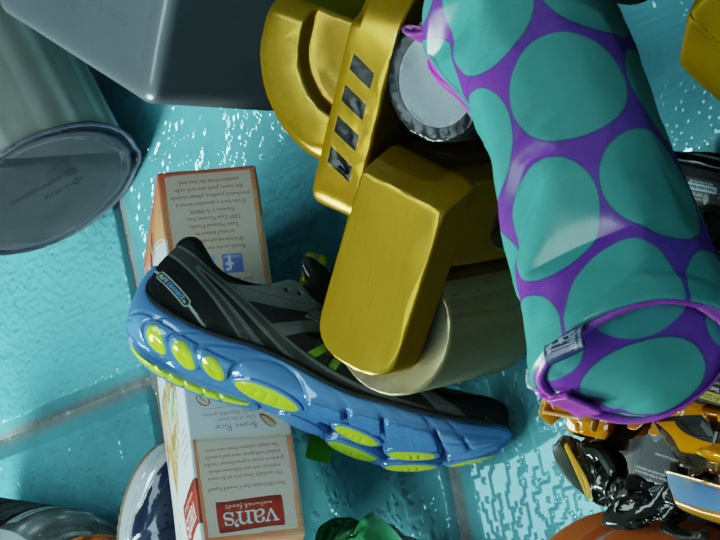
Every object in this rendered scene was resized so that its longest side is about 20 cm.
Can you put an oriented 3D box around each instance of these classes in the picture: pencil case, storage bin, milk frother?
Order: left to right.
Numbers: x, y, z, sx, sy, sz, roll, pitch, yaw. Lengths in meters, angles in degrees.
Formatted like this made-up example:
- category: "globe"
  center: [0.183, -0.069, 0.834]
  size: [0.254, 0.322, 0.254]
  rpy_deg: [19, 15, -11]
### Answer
- category: "milk frother"
  center: [-0.238, -0.086, 1.695]
  size: [0.189, 0.180, 0.200]
  rpy_deg: [62, 178, 27]
- category: "storage bin"
  center: [-0.090, -0.160, 1.484]
  size: [0.200, 0.134, 0.146]
  rpy_deg: [33, 117, 44]
- category: "pencil case"
  center: [0.085, -0.039, 1.157]
  size: [0.092, 0.085, 0.201]
  rpy_deg: [-29, 56, 21]

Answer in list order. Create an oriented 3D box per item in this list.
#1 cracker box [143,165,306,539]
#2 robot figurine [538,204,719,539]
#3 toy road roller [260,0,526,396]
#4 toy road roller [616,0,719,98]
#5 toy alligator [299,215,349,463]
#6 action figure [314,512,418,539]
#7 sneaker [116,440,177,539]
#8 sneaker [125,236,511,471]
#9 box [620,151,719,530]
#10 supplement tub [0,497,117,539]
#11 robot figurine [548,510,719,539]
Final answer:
- category: "cracker box"
  center: [-0.074, 0.063, 1.478]
  size: [0.134, 0.057, 0.201]
  rpy_deg: [109, 153, -68]
- category: "robot figurine"
  center: [0.153, 0.043, 1.164]
  size: [0.199, 0.058, 0.146]
  rpy_deg: [10, 80, 47]
- category: "toy road roller"
  center: [0.022, -0.055, 1.340]
  size: [0.145, 0.123, 0.201]
  rpy_deg: [25, 110, 32]
- category: "toy road roller"
  center: [0.189, -0.151, 1.162]
  size: [0.200, 0.146, 0.123]
  rpy_deg: [42, 130, -6]
- category: "toy alligator"
  center: [0.000, 0.000, 1.453]
  size: [0.054, 0.059, 0.201]
  rpy_deg: [-81, 3, -72]
- category: "action figure"
  center: [0.042, 0.184, 1.411]
  size: [0.200, 0.054, 0.119]
  rpy_deg: [41, 125, 36]
- category: "sneaker"
  center: [-0.080, 0.198, 1.549]
  size: [0.108, 0.070, 0.201]
  rpy_deg: [29, 122, 51]
- category: "sneaker"
  center: [-0.014, 0.039, 1.387]
  size: [0.071, 0.199, 0.083]
  rpy_deg: [119, 174, -66]
- category: "box"
  center: [0.196, 0.041, 1.214]
  size: [0.199, 0.049, 0.162]
  rpy_deg: [14, 102, 49]
- category: "supplement tub"
  center: [-0.206, 0.196, 1.664]
  size: [0.199, 0.122, 0.123]
  rpy_deg: [1, 94, 51]
- category: "robot figurine"
  center: [0.142, 0.168, 1.208]
  size: [0.199, 0.143, 0.117]
  rpy_deg: [14, 114, 51]
